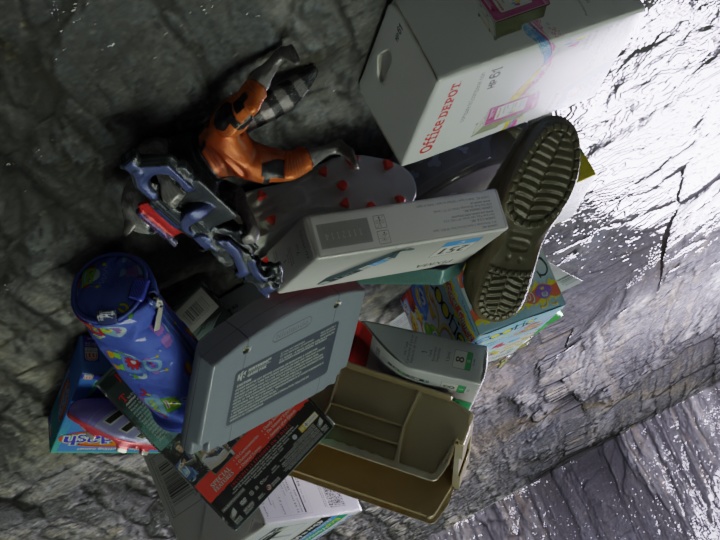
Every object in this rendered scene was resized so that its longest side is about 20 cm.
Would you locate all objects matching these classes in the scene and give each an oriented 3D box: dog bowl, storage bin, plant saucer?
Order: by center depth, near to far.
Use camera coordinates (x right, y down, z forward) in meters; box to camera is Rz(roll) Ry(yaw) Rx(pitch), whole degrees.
[{"bbox_3d":[0.000,0.000,1.586,0.198,0.019,0.070,0,-170,23],"label":"plant saucer"},{"bbox_3d":[0.093,-0.086,1.612,0.199,0.059,0.200,-25,161,-9],"label":"dog bowl"},{"bbox_3d":[0.014,0.181,1.747,0.200,0.197,0.094,85,25,-68],"label":"storage bin"}]

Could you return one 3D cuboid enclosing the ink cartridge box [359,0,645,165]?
[{"bbox_3d":[0.113,-0.180,1.351,0.199,0.085,0.145,-20,160,-19],"label":"ink cartridge box"}]

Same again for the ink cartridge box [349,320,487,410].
[{"bbox_3d":[0.025,0.100,1.713,0.198,0.050,0.161,10,161,0],"label":"ink cartridge box"}]

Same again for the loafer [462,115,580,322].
[{"bbox_3d":[0.140,-0.054,1.534,0.076,0.067,0.201,18,100,-32],"label":"loafer"}]

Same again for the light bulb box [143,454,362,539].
[{"bbox_3d":[-0.131,0.228,1.910,0.124,0.199,0.199,-34,159,26],"label":"light bulb box"}]

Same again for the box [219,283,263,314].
[{"bbox_3d":[-0.098,0.059,1.756,0.155,0.041,0.200,-30,162,8],"label":"box"}]

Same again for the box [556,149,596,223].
[{"bbox_3d":[0.148,-0.061,1.777,0.199,0.049,0.117,-25,162,-16],"label":"box"}]

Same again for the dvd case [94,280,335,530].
[{"bbox_3d":[-0.140,0.132,1.602,0.146,0.200,0.022,-46,-165,-15],"label":"dvd case"}]

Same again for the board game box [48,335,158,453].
[{"bbox_3d":[-0.230,0.131,1.683,0.151,0.045,0.200,2,151,-19],"label":"board game box"}]

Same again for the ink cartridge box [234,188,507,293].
[{"bbox_3d":[0.008,-0.015,1.494,0.199,0.045,0.176,-9,166,-28],"label":"ink cartridge box"}]

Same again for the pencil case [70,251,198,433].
[{"bbox_3d":[-0.187,0.067,1.482,0.086,0.078,0.200,7,146,27],"label":"pencil case"}]

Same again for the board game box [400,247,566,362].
[{"bbox_3d":[0.126,0.033,1.742,0.104,0.104,0.200,-19,168,-17],"label":"board game box"}]

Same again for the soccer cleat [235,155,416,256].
[{"bbox_3d":[-0.046,-0.057,1.496,0.199,0.070,0.078,-15,166,-20],"label":"soccer cleat"}]

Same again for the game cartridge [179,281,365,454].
[{"bbox_3d":[-0.080,0.079,1.511,0.199,0.041,0.134,-26,137,-42],"label":"game cartridge"}]

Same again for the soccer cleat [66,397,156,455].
[{"bbox_3d":[-0.191,0.148,1.626,0.199,0.077,0.067,18,-178,-19],"label":"soccer cleat"}]

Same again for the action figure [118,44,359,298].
[{"bbox_3d":[-0.101,-0.075,1.309,0.192,0.105,0.200,-26,137,9],"label":"action figure"}]

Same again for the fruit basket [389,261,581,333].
[{"bbox_3d":[0.152,0.032,2.005,0.185,0.094,0.200,-36,144,21],"label":"fruit basket"}]
